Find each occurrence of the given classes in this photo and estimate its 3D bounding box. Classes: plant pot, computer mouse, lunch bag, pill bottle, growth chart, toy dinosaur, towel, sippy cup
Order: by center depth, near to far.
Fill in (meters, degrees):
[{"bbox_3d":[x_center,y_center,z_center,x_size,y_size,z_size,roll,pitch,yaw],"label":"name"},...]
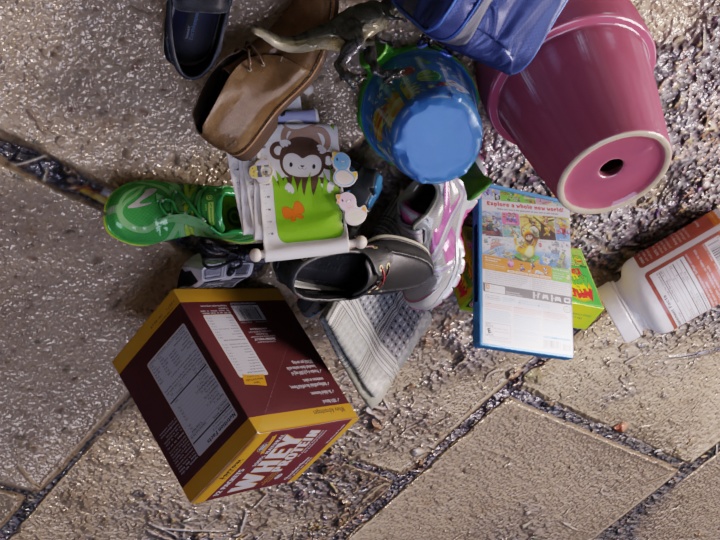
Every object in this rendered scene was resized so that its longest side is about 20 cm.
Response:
[{"bbox_3d":[0.113,-0.289,1.061,0.131,0.136,0.202,21,109,-32],"label":"lunch bag"},{"bbox_3d":[-0.005,-0.220,1.109,0.198,0.089,0.047,-23,169,-28],"label":"toy dinosaur"},{"bbox_3d":[0.070,-0.156,1.205,0.175,0.131,0.142,12,111,-13],"label":"sippy cup"},{"bbox_3d":[-0.076,-0.104,1.210,0.142,0.203,0.018,-15,169,-10],"label":"growth chart"},{"bbox_3d":[0.240,-0.169,1.226,0.197,0.181,0.201,-12,146,-8],"label":"plant pot"},{"bbox_3d":[-0.164,-0.008,1.312,0.108,0.045,0.199,-8,172,-30],"label":"computer mouse"},{"bbox_3d":[0.035,0.045,1.407,0.194,0.034,0.201,-58,145,-25],"label":"towel"},{"bbox_3d":[0.424,0.013,1.538,0.198,0.113,0.112,-31,136,12],"label":"pill bottle"}]

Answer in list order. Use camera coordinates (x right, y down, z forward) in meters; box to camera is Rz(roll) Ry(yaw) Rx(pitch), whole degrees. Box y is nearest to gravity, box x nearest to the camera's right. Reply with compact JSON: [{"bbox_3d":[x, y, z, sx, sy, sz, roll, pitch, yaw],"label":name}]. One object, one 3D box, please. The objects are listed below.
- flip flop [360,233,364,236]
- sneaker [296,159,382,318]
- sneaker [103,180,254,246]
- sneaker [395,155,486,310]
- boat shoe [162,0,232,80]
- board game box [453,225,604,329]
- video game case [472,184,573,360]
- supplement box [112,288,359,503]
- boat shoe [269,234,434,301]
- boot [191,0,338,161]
[{"bbox_3d":[-0.012,0.031,1.435,0.080,0.058,0.202,-15,130,-4],"label":"flip flop"},{"bbox_3d":[-0.041,-0.041,1.336,0.081,0.073,0.202,25,113,8],"label":"sneaker"},{"bbox_3d":[-0.184,-0.069,1.255,0.197,0.075,0.083,-2,171,-28],"label":"sneaker"},{"bbox_3d":[0.076,-0.050,1.346,0.087,0.081,0.203,1,109,-34],"label":"sneaker"},{"bbox_3d":[-0.151,-0.272,1.090,0.073,0.063,0.202,2,131,-19],"label":"boat shoe"},{"bbox_3d":[0.207,0.010,1.463,0.197,0.103,0.048,9,137,-27],"label":"board game box"},{"bbox_3d":[0.199,0.001,1.400,0.141,0.204,0.018,9,163,-27],"label":"video game case"},{"bbox_3d":[-0.145,0.141,1.353,0.133,0.201,0.196,-45,156,25],"label":"supplement box"},{"bbox_3d":[-0.001,0.003,1.263,0.199,0.063,0.075,3,119,-30],"label":"boat shoe"},{"bbox_3d":[-0.094,-0.206,1.140,0.075,0.074,0.201,23,106,-45],"label":"boot"}]
